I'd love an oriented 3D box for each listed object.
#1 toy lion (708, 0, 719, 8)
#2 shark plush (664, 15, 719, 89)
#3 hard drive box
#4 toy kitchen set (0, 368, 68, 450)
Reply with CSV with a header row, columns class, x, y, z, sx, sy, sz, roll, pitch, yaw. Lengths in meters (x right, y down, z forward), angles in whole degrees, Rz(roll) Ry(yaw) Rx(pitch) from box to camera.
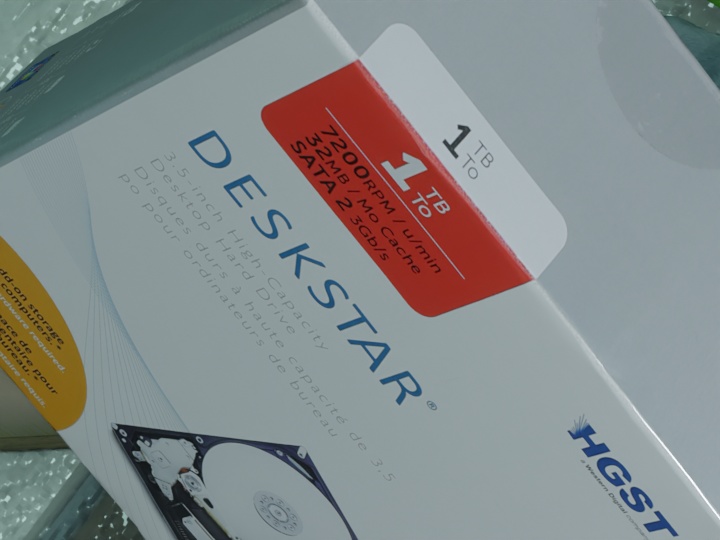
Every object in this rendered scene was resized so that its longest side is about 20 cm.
class,x,y,z,sx,sy,sz,roll,pitch,yaw
toy lion,0.174,-0.125,0.816,0.199,0.069,0.192,-23,61,0
shark plush,0.137,0.003,0.764,0.091,0.083,0.200,-39,53,4
hard drive box,0.000,0.000,0.692,0.077,0.156,0.200,-48,15,-34
toy kitchen set,-0.057,-0.072,0.859,0.180,0.163,0.201,-4,63,26
